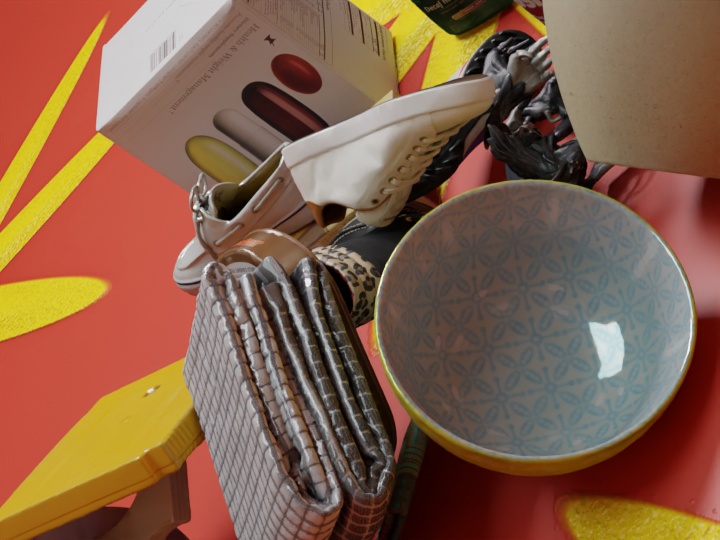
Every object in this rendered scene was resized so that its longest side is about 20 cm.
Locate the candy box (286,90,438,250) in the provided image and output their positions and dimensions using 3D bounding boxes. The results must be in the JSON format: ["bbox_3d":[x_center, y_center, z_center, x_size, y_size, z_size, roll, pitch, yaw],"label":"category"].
[{"bbox_3d":[-0.022,-0.049,1.630,0.200,0.055,0.116,-39,32,31],"label":"candy box"}]

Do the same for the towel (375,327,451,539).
[{"bbox_3d":[0.040,0.103,1.324,0.147,0.022,0.200,100,-174,-61],"label":"towel"}]

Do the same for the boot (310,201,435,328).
[{"bbox_3d":[0.000,0.000,1.446,0.150,0.073,0.200,-20,14,-35],"label":"boot"}]

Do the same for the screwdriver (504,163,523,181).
[{"bbox_3d":[0.127,-0.031,1.395,0.028,0.029,0.200,-43,25,23],"label":"screwdriver"}]

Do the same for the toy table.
[{"bbox_3d":[-0.163,0.233,1.415,0.117,0.200,0.184,-14,89,42],"label":"toy table"}]

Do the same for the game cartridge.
[{"bbox_3d":[-0.168,0.124,1.425,0.176,0.032,0.200,-26,15,30],"label":"game cartridge"}]

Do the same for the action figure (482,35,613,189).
[{"bbox_3d":[0.141,-0.110,1.377,0.102,0.119,0.200,-51,22,20],"label":"action figure"}]

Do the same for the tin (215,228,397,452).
[{"bbox_3d":[-0.043,0.066,1.379,0.042,0.200,0.112,-33,17,-32],"label":"tin"}]

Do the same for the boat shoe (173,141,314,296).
[{"bbox_3d":[-0.112,-0.050,1.620,0.202,0.086,0.075,-32,36,40],"label":"boat shoe"}]

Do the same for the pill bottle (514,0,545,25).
[{"bbox_3d":[0.135,-0.264,1.457,0.113,0.200,0.113,-39,31,29],"label":"pill bottle"}]

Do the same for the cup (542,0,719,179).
[{"bbox_3d":[0.207,-0.135,1.246,0.200,0.200,0.143,15,98,61],"label":"cup"}]

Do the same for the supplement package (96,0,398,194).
[{"bbox_3d":[-0.101,-0.171,1.733,0.191,0.200,0.147,-41,31,27],"label":"supplement package"}]

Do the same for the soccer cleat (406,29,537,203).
[{"bbox_3d":[0.065,-0.108,1.502,0.200,0.068,0.073,-43,-9,-17],"label":"soccer cleat"}]

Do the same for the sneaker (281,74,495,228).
[{"bbox_3d":[0.031,-0.083,1.387,0.073,0.085,0.200,-21,0,-44],"label":"sneaker"}]

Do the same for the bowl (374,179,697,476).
[{"bbox_3d":[0.110,0.053,1.229,0.108,0.200,0.200,86,-160,-61],"label":"bowl"}]

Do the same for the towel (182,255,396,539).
[{"bbox_3d":[-0.048,0.105,1.273,0.166,0.085,0.200,108,145,-57],"label":"towel"}]

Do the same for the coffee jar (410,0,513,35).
[{"bbox_3d":[0.044,-0.293,1.633,0.104,0.200,0.085,-27,39,43],"label":"coffee jar"}]
